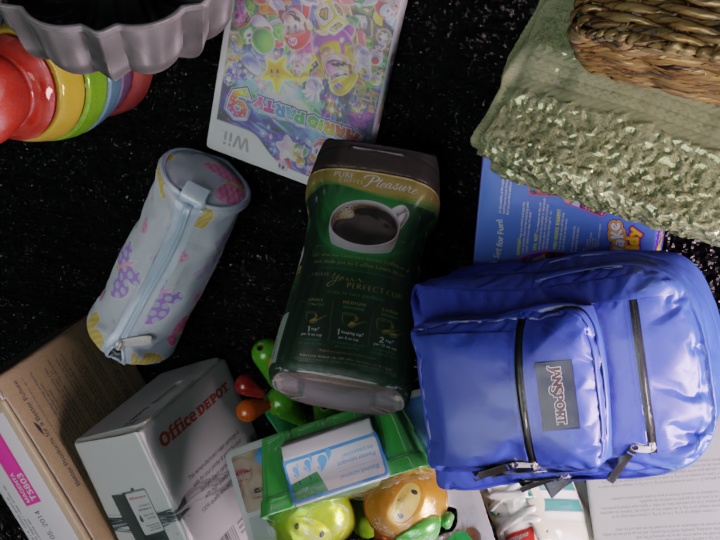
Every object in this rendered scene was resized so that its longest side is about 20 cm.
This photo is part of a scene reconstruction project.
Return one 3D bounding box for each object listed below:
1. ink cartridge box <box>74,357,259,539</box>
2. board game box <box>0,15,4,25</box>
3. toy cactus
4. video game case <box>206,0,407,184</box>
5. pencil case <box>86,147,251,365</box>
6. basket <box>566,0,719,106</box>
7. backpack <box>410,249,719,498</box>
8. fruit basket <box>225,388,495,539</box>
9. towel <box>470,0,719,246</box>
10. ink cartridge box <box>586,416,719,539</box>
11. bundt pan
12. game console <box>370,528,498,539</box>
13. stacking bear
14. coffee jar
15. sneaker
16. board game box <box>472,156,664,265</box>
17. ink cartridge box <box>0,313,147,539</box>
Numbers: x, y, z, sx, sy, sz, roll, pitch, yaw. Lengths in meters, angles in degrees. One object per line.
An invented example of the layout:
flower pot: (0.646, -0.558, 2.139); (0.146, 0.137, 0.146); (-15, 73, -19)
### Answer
ink cartridge box: (-0.150, 0.200, 1.058); (0.083, 0.147, 0.200); (-14, 104, 30)
board game box: (-0.391, -0.296, 1.024); (0.200, 0.037, 0.152); (23, 120, 16)
toy cactus: (-0.050, 0.161, 1.020); (0.200, 0.102, 0.165); (47, 143, 16)
video game case: (-0.044, -0.168, 0.926); (0.143, 0.018, 0.200); (21, 119, 15)
pencil case: (-0.168, -0.009, 1.010); (0.083, 0.091, 0.200); (36, 121, 7)
basket: (0.236, -0.175, 0.693); (0.200, 0.143, 0.149); (20, 93, 18)
backpack: (0.143, 0.074, 0.793); (0.200, 0.168, 0.163); (-7, 99, 19)
fruit basket: (0.005, 0.203, 0.880); (0.185, 0.094, 0.200); (-18, 68, 7)
towel: (0.188, -0.106, 0.794); (0.200, 0.036, 0.149); (23, 86, 17)
ink cartridge box: (0.273, 0.192, 0.874); (0.200, 0.045, 0.177); (-10, 80, 29)
bundt pan: (-0.179, -0.219, 0.877); (0.202, 0.202, 0.076); (22, 147, 15)
game console: (0.075, 0.340, 1.034); (0.116, 0.176, 0.200); (-3, 113, -4)
stacking bear: (-0.263, -0.151, 0.928); (0.114, 0.200, 0.122); (22, 119, 15)
coffee jar: (0.000, 0.000, 0.871); (0.104, 0.200, 0.085); (10, 157, 3)
sneaker: (0.129, 0.178, 0.910); (0.070, 0.093, 0.200); (-25, 107, 30)
board game box: (0.155, -0.012, 0.883); (0.134, 0.045, 0.200); (13, 116, 20)
ink cartridge box: (-0.256, 0.160, 1.079); (0.075, 0.165, 0.200); (-23, 100, 31)
